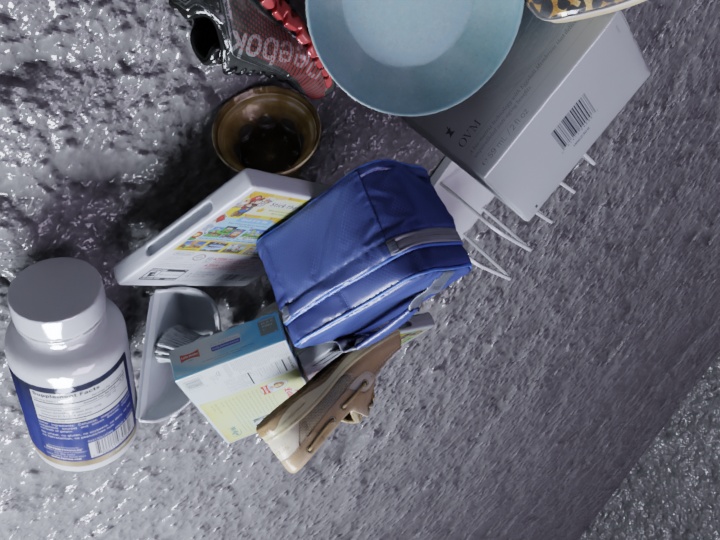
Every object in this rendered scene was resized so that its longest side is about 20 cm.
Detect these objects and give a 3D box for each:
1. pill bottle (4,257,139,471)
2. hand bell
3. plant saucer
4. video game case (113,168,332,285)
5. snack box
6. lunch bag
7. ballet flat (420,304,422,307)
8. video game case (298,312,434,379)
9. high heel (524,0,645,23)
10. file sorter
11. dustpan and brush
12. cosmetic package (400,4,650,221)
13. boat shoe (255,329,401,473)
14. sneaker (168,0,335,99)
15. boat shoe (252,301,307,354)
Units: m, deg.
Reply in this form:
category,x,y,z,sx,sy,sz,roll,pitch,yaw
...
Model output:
category,x,y,z,sx,sy,sz,roll,pitch,yaw
pill bottle,-0.275,0.090,0.781,0.110,0.111,0.202,-23,140,-29
hand bell,-0.087,-0.084,0.848,0.103,0.104,0.201,-34,157,-16
plant saucer,0.046,-0.241,0.721,0.197,0.039,0.204,-5,116,-11
video game case,-0.114,-0.035,0.810,0.181,0.023,0.199,-31,164,25
snack box,-0.117,0.120,0.872,0.114,0.038,0.201,-20,150,-4
lunch bag,0.000,0.000,0.802,0.199,0.134,0.135,-33,163,30
ballet flat,0.047,0.037,1.057,0.067,0.068,0.200,21,129,-28
video game case,-0.030,0.111,1.017,0.180,0.022,0.199,-6,157,-48
high heel,0.172,-0.296,0.721,0.071,0.198,0.145,-29,117,-43
file sorter,0.191,-0.109,1.065,0.138,0.124,0.201,18,111,-54
dustpan and brush,-0.176,0.080,0.905,0.200,0.056,0.142,-40,139,-80
cosmetic package,0.152,-0.202,0.859,0.200,0.200,0.122,-51,142,8
boat shoe,-0.020,0.131,0.856,0.199,0.065,0.071,-37,180,-32
sneaker,-0.092,-0.203,0.712,0.098,0.071,0.200,-47,144,1
boat shoe,-0.065,0.061,1.010,0.199,0.073,0.062,-35,168,-24
